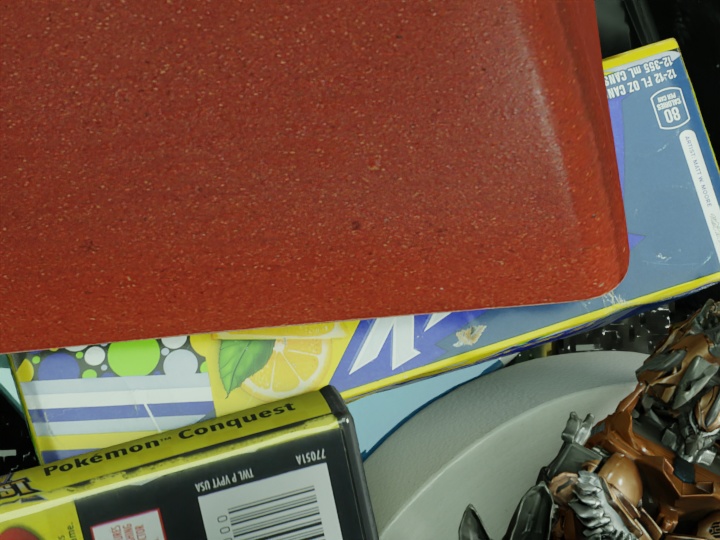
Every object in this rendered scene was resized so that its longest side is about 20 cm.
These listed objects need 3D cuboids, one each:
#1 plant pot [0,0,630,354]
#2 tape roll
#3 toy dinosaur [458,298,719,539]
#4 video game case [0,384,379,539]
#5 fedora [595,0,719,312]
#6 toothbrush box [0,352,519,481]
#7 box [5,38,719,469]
[{"bbox_3d":[-0.041,-0.115,0.712,0.199,0.176,0.201,-5,57,1],"label":"plant pot"},{"bbox_3d":[0.066,0.124,0.846,0.202,0.037,0.204,-6,107,-22],"label":"tape roll"},{"bbox_3d":[0.065,0.104,0.745,0.102,0.136,0.201,7,88,-3],"label":"toy dinosaur"},{"bbox_3d":[-0.072,0.145,0.768,0.180,0.026,0.201,-15,112,-8],"label":"video game case"},{"bbox_3d":[0.134,-0.082,0.871,0.092,0.200,0.201,-33,89,-41],"label":"fedora"},{"bbox_3d":[-0.058,-0.015,0.861,0.146,0.085,0.200,-43,91,-8],"label":"toothbrush box"},{"bbox_3d":[0.000,0.000,0.791,0.199,0.064,0.070,-18,87,-6],"label":"box"}]
